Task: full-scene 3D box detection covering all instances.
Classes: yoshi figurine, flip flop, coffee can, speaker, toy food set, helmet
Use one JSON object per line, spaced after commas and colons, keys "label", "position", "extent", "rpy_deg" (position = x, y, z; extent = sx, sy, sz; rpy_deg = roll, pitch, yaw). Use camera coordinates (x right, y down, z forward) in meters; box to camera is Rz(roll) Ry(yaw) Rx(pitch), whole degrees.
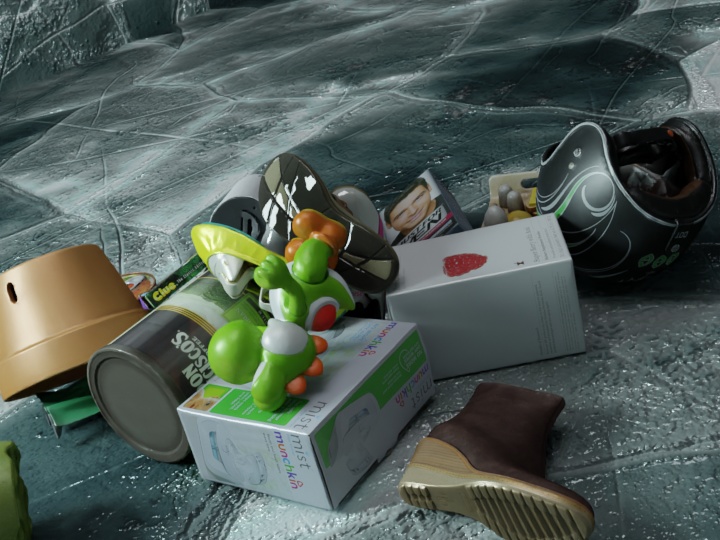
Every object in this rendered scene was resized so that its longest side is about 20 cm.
{"label": "yoshi figurine", "position": [-0.087, 0.038, 0.993], "extent": [0.112, 0.112, 0.200], "rpy_deg": [-11, 47, 39]}
{"label": "flip flop", "position": [-0.034, -0.049, 1.106], "extent": [0.200, 0.081, 0.058], "rpy_deg": [40, 12, 17]}
{"label": "coffee can", "position": [-0.182, 0.096, 1.135], "extent": [0.146, 0.146, 0.200], "rpy_deg": [5, 32, 35]}
{"label": "speaker", "position": [-0.141, -0.072, 1.303], "extent": [0.081, 0.081, 0.200], "rpy_deg": [-13, 13, 3]}
{"label": "toy food set", "position": [0.230, -0.089, 1.380], "extent": [0.143, 0.060, 0.200], "rpy_deg": [-5, 28, 20]}
{"label": "helmet", "position": [0.300, -0.085, 1.186], "extent": [0.200, 0.200, 0.191], "rpy_deg": [-30, -9, -28]}

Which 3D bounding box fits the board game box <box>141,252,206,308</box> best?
{"label": "board game box", "position": [-0.226, 0.008, 1.264], "extent": [0.105, 0.023, 0.200], "rpy_deg": [-38, 6, -13]}

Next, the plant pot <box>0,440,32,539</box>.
{"label": "plant pot", "position": [-0.418, 0.241, 0.964], "extent": [0.190, 0.200, 0.200], "rpy_deg": [-8, 24, -15]}

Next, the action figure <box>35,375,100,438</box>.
{"label": "action figure", "position": [-0.277, 0.137, 1.210], "extent": [0.200, 0.055, 0.118], "rpy_deg": [-22, 25, -22]}

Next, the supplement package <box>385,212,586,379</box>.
{"label": "supplement package", "position": [0.135, 0.030, 1.127], "extent": [0.200, 0.120, 0.121], "rpy_deg": [-12, 27, 7]}

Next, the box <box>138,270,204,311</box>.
{"label": "box", "position": [-0.189, 0.035, 1.380], "extent": [0.200, 0.039, 0.137], "rpy_deg": [-23, 27, -17]}

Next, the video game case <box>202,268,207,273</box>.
{"label": "video game case", "position": [-0.113, -0.008, 1.341], "extent": [0.181, 0.036, 0.200], "rpy_deg": [-6, 27, 12]}

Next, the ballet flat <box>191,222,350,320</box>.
{"label": "ballet flat", "position": [-0.107, 0.008, 1.096], "extent": [0.200, 0.067, 0.067], "rpy_deg": [23, 53, 10]}

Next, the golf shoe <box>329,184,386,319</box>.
{"label": "golf shoe", "position": [0.000, 0.000, 1.169], "extent": [0.073, 0.200, 0.092], "rpy_deg": [-10, 24, -2]}

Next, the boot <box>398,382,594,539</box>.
{"label": "boot", "position": [0.147, 0.162, 0.914], "extent": [0.200, 0.072, 0.166], "rpy_deg": [4, 34, 41]}

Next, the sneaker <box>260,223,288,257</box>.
{"label": "sneaker", "position": [-0.069, -0.026, 1.231], "extent": [0.074, 0.116, 0.200], "rpy_deg": [15, -4, 24]}

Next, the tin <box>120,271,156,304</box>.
{"label": "tin", "position": [-0.365, 0.065, 1.419], "extent": [0.112, 0.042, 0.200], "rpy_deg": [8, 34, 32]}

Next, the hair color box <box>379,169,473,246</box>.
{"label": "hair color box", "position": [0.090, -0.050, 1.335], "extent": [0.099, 0.061, 0.200], "rpy_deg": [-42, 23, 12]}

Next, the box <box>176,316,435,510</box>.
{"label": "box", "position": [-0.051, 0.137, 1.045], "extent": [0.176, 0.097, 0.200], "rpy_deg": [3, 30, 37]}

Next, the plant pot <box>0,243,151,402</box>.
{"label": "plant pot", "position": [-0.357, 0.058, 1.222], "extent": [0.200, 0.140, 0.200], "rpy_deg": [-23, -4, -2]}
